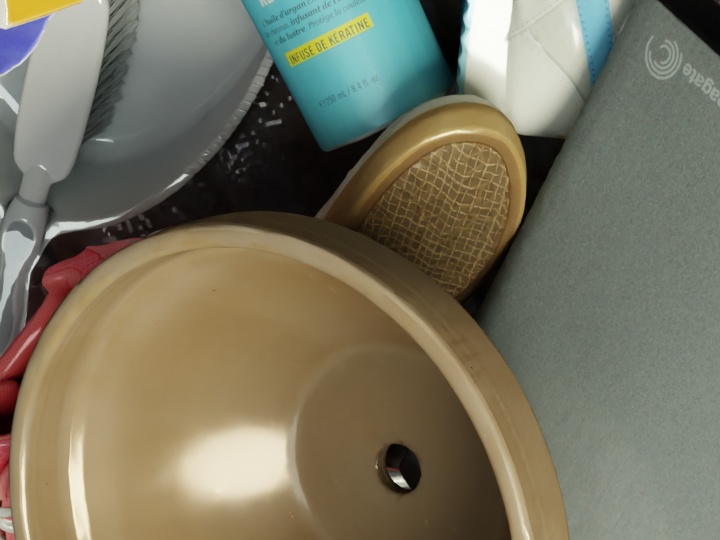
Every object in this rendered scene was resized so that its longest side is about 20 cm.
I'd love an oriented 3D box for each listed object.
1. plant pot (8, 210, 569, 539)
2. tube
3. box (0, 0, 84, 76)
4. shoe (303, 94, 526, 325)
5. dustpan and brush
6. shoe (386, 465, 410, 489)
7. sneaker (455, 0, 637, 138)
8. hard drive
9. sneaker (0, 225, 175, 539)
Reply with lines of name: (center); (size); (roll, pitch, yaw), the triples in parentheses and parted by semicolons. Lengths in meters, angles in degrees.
plant pot: (-0.010, 0.075, 0.813); (0.199, 0.092, 0.203); (9, 107, 31)
tube: (-0.034, -0.139, 0.837); (0.077, 0.050, 0.201); (-25, 98, 16)
box: (-0.128, -0.149, 0.656); (0.118, 0.041, 0.202); (13, 110, 28)
shoe: (0.000, 0.000, 0.879); (0.069, 0.054, 0.200); (0, 143, -23)
dustpan and brush: (-0.110, -0.045, 0.900); (0.138, 0.057, 0.201); (18, 121, 0)
shoe: (-0.051, 0.142, 0.918); (0.071, 0.199, 0.091); (45, 143, 21)
sneaker: (0.077, -0.134, 0.812); (0.080, 0.077, 0.201); (5, 127, 0)
hard drive: (0.098, 0.031, 0.802); (0.140, 0.033, 0.201); (48, 126, 35)
sneaker: (-0.116, 0.069, 0.895); (0.074, 0.086, 0.201); (39, 112, 32)
